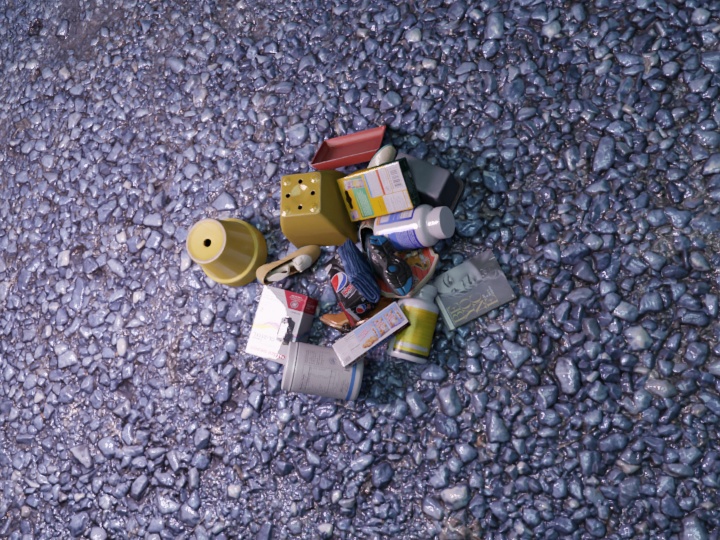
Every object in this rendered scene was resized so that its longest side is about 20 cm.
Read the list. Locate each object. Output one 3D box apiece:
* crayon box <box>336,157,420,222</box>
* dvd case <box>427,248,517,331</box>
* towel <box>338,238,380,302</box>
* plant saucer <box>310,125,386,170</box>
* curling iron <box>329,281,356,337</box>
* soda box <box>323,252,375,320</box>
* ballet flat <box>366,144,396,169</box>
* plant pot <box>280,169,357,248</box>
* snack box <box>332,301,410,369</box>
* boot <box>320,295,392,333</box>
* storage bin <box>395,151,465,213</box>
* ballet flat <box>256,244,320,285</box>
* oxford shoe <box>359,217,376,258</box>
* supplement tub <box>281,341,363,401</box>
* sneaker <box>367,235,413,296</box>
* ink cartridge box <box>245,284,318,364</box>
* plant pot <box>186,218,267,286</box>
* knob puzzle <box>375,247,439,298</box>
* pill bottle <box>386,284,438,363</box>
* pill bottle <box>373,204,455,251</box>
[{"bbox_3d":[0.047,-0.211,1.586,0.199,0.052,0.126,-10,108,35],"label":"crayon box"},{"bbox_3d":[0.290,0.052,1.592,0.200,0.016,0.149,-28,73,11],"label":"dvd case"},{"bbox_3d":[0.000,0.000,1.582,0.048,0.112,0.200,-39,29,9],"label":"towel"},{"bbox_3d":[-0.027,-0.342,1.702,0.199,0.200,0.037,-10,119,15],"label":"plant saucer"},{"bbox_3d":[-0.053,0.100,1.617,0.049,0.026,0.200,-26,51,7],"label":"curling iron"},{"bbox_3d":[-0.032,0.040,1.620,0.063,0.071,0.200,-39,41,9],"label":"soda box"},{"bbox_3d":[0.043,-0.257,1.636,0.200,0.067,0.063,-46,58,41],"label":"ballet flat"},{"bbox_3d":[-0.130,-0.185,1.672,0.193,0.200,0.196,-4,78,17],"label":"plant pot"},{"bbox_3d":[0.027,0.164,1.523,0.200,0.024,0.072,-35,54,3],"label":"snack box"},{"bbox_3d":[-0.005,0.098,1.654,0.199,0.074,0.155,9,74,21],"label":"boot"},{"bbox_3d":[0.164,-0.231,1.624,0.200,0.134,0.146,26,88,21],"label":"storage bin"},{"bbox_3d":[-0.197,-0.009,1.706,0.199,0.069,0.063,-25,37,-7],"label":"ballet flat"},{"bbox_3d":[0.032,-0.133,1.677,0.071,0.074,0.201,-8,76,18],"label":"oxford shoe"},{"bbox_3d":[-0.099,0.265,1.576,0.199,0.132,0.132,11,82,-7],"label":"supplement tub"},{"bbox_3d":[0.075,-0.001,1.547,0.073,0.082,0.200,-10,49,-20],"label":"sneaker"},{"bbox_3d":[-0.222,0.158,1.695,0.145,0.083,0.201,13,83,19],"label":"ink cartridge box"},{"bbox_3d":[-0.399,-0.064,1.738,0.200,0.189,0.202,-3,79,17],"label":"plant pot"},{"bbox_3d":[0.114,-0.001,1.586,0.219,0.030,0.220,-22,35,16],"label":"knob puzzle"},{"bbox_3d":[0.142,0.135,1.571,0.112,0.112,0.201,12,83,19],"label":"pill bottle"},{"bbox_3d":[0.144,-0.113,1.588,0.199,0.112,0.113,-7,77,37],"label":"pill bottle"}]
